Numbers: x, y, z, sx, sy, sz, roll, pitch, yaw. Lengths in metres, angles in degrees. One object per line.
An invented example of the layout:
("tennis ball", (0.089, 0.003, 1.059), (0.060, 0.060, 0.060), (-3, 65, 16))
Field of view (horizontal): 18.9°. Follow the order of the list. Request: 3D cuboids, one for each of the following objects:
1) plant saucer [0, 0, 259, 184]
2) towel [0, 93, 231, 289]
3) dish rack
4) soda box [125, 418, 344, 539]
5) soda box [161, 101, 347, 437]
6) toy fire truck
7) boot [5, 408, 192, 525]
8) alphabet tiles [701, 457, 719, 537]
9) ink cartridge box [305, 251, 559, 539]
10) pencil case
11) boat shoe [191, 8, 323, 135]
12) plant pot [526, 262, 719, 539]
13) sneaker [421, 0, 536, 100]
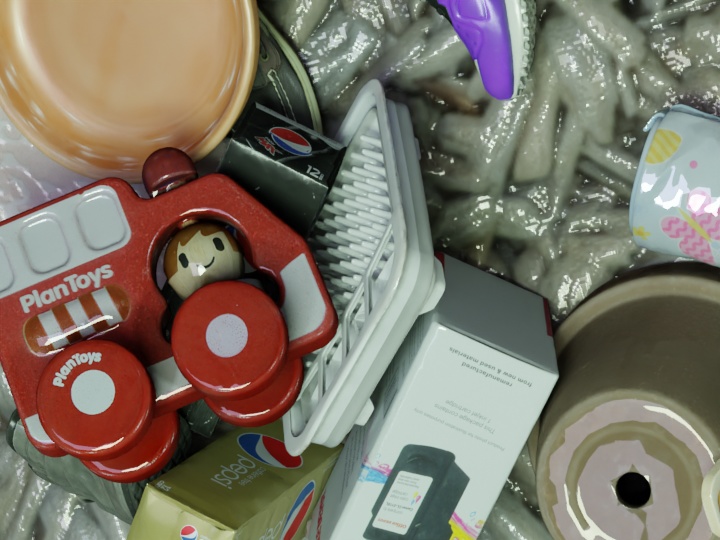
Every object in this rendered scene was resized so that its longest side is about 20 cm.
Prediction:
("plant saucer", (-0.148, -0.155, 1.330), (0.198, 0.037, 0.202), (8, 111, 22))
("towel", (-0.164, -0.023, 1.425), (0.198, 0.032, 0.192), (21, 117, 12))
("dish rack", (0.000, 0.000, 1.313), (0.043, 0.201, 0.172), (15, 126, -19))
("soda box", (-0.079, 0.150, 1.355), (0.064, 0.200, 0.068), (25, 107, 12))
("soda box", (-0.080, 0.001, 1.349), (0.070, 0.063, 0.201), (26, 119, -2))
("toy fire truck", (-0.123, 0.019, 1.256), (0.199, 0.112, 0.169), (-24, 76, -1))
("boot", (-0.175, 0.121, 1.399), (0.130, 0.200, 0.068), (20, 71, 12))
("alphabet tiles", (0.255, 0.119, 1.224), (0.015, 0.195, 0.201), (-2, 117, 41))
("ink cartridge box", (0.041, 0.110, 1.327), (0.082, 0.146, 0.201), (23, 107, -5))
("pencil case", (0.256, -0.035, 1.263), (0.198, 0.083, 0.091), (14, 120, 18))
("boat shoe", (-0.091, -0.142, 1.368), (0.071, 0.066, 0.202), (-17, 103, 34))
("plant pot", (0.178, 0.105, 1.269), (0.198, 0.174, 0.202), (3, 99, 19))
("sneaker", (0.046, -0.196, 1.302), (0.099, 0.070, 0.202), (-10, 110, 13))
